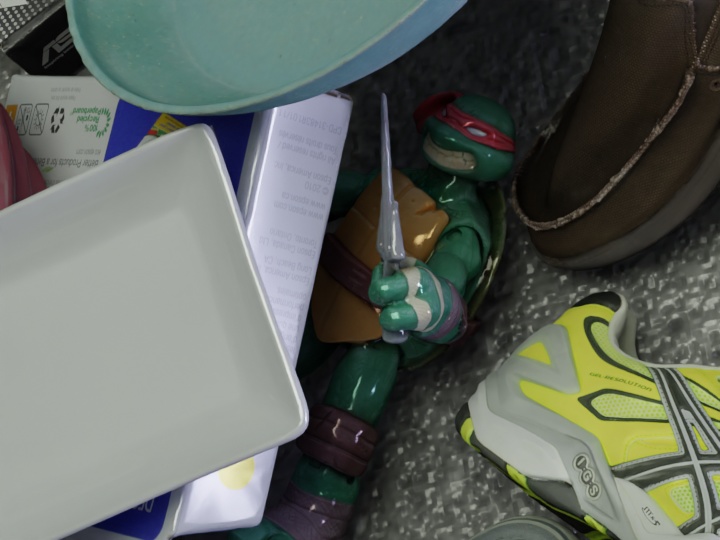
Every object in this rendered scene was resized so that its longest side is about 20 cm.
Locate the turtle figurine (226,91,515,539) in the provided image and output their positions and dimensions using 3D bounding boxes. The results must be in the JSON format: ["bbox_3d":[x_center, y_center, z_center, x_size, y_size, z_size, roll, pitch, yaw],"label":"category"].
[{"bbox_3d":[0.000,0.000,1.039,0.200,0.101,0.150,-62,34,8],"label":"turtle figurine"}]

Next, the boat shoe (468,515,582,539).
[{"bbox_3d":[0.002,0.161,0.994,0.201,0.072,0.070,-49,61,-1],"label":"boat shoe"}]

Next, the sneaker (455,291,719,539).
[{"bbox_3d":[0.123,0.075,0.978,0.200,0.075,0.076,34,86,27],"label":"sneaker"}]

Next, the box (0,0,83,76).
[{"bbox_3d":[-0.118,-0.195,1.192,0.160,0.044,0.200,-37,61,5],"label":"box"}]

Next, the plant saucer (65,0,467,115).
[{"bbox_3d":[-0.008,-0.127,0.960,0.200,0.036,0.200,-23,46,27],"label":"plant saucer"}]

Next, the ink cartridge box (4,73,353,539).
[{"bbox_3d":[-0.088,0.030,1.040,0.198,0.047,0.200,6,83,56],"label":"ink cartridge box"}]

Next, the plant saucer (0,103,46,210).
[{"bbox_3d":[-0.170,0.020,1.081,0.201,0.051,0.201,-31,50,47],"label":"plant saucer"}]

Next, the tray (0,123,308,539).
[{"bbox_3d":[-0.113,0.039,0.961,0.200,0.022,0.107,-24,76,20],"label":"tray"}]

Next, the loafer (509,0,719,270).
[{"bbox_3d":[0.108,-0.086,1.013,0.200,0.071,0.073,-52,30,24],"label":"loafer"}]
